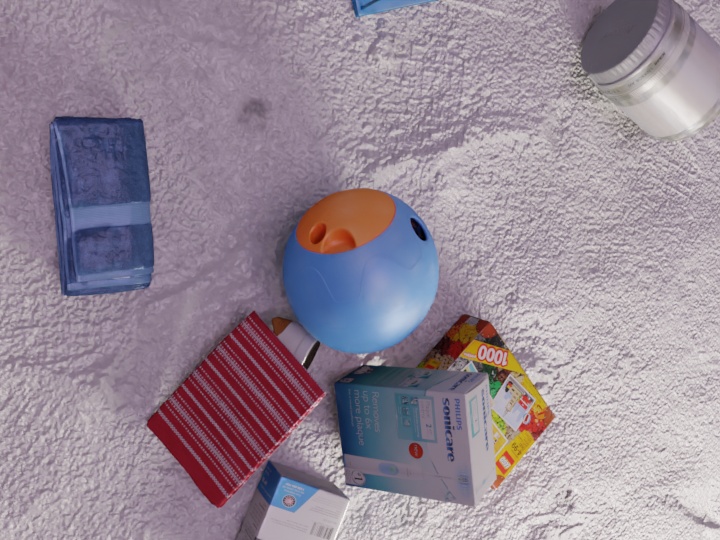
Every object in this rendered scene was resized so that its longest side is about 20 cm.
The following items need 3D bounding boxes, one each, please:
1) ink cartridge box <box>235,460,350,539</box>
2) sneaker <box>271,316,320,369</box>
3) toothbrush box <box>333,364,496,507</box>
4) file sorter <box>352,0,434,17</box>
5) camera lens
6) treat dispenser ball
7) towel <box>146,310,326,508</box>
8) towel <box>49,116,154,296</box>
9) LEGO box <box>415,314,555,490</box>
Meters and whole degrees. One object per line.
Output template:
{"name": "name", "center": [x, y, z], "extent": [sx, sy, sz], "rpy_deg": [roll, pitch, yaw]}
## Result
{"name": "ink cartridge box", "center": [-0.107, 0.376, 0.985], "extent": [0.114, 0.066, 0.205], "rpy_deg": [26, 84, -25]}
{"name": "sneaker", "center": [-0.132, 0.155, 0.962], "extent": [0.083, 0.073, 0.203], "rpy_deg": [30, 90, 9]}
{"name": "toothbrush box", "center": [0.073, 0.213, 0.974], "extent": [0.085, 0.195, 0.151], "rpy_deg": [-21, 108, -57]}
{"name": "file sorter", "center": [0.053, -0.452, 0.938], "extent": [0.136, 0.122, 0.206], "rpy_deg": [-18, 104, -21]}
{"name": "camera lens", "center": [0.455, -0.309, 1.121], "extent": [0.197, 0.159, 0.163], "rpy_deg": [29, 84, -24]}
{"name": "treat dispenser ball", "center": [0.000, 0.000, 0.920], "extent": [0.195, 0.200, 0.208], "rpy_deg": [-3, 97, -24]}
{"name": "towel", "center": [-0.156, 0.173, 0.915], "extent": [0.200, 0.022, 0.145], "rpy_deg": [-45, 81, -1]}
{"name": "towel", "center": [-0.299, -0.076, 0.856], "extent": [0.109, 0.048, 0.207], "rpy_deg": [-5, 98, -25]}
{"name": "LEGO box", "center": [0.176, 0.193, 1.092], "extent": [0.149, 0.077, 0.201], "rpy_deg": [-44, 111, -14]}
